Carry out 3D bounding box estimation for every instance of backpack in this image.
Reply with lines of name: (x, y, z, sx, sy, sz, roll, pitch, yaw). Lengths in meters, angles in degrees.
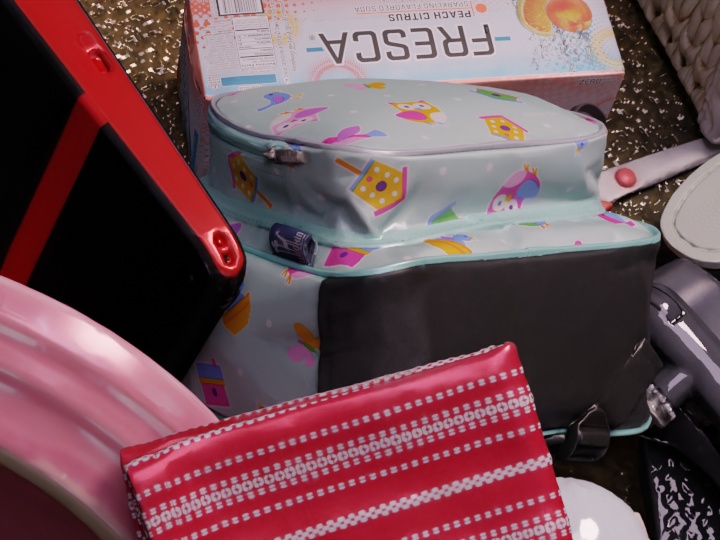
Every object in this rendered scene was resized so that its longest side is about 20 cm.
backpack: (0.000, 0.000, 0.831, 0.175, 0.200, 0.154, -10, 99, -39)

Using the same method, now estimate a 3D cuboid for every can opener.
can opener: (0.173, 0.084, 0.856, 0.078, 0.063, 0.200, -34, 80, -17)

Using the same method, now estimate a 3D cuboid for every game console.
game console: (-0.126, -0.013, 0.823, 0.031, 0.200, 0.177, -26, 70, -38)

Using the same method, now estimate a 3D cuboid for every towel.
towel: (0.011, 0.139, 0.693, 0.144, 0.022, 0.201, -15, 90, -2)

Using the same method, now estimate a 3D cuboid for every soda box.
soda box: (0.016, -0.091, 0.963, 0.199, 0.068, 0.064, -4, 60, -12)

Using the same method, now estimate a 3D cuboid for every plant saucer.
plant saucer: (-0.131, 0.075, 0.772, 0.200, 0.201, 0.051, 25, 58, 3)

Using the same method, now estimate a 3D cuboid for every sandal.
sandal: (0.151, 0.106, 0.906, 0.075, 0.048, 0.201, 11, 74, -6)

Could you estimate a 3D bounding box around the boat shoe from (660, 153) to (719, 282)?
boat shoe: (0.227, -0.033, 0.980, 0.199, 0.061, 0.076, -22, 49, -18)

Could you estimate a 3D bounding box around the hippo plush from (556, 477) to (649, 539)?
hippo plush: (0.044, 0.162, 0.783, 0.158, 0.161, 0.201, 7, 61, -8)

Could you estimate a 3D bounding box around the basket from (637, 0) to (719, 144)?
basket: (0.237, -0.196, 0.988, 0.197, 0.200, 0.161, -18, 64, -20)

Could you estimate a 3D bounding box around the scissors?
scissors: (0.113, -0.044, 0.990, 0.200, 0.014, 0.073, -36, 74, -25)
